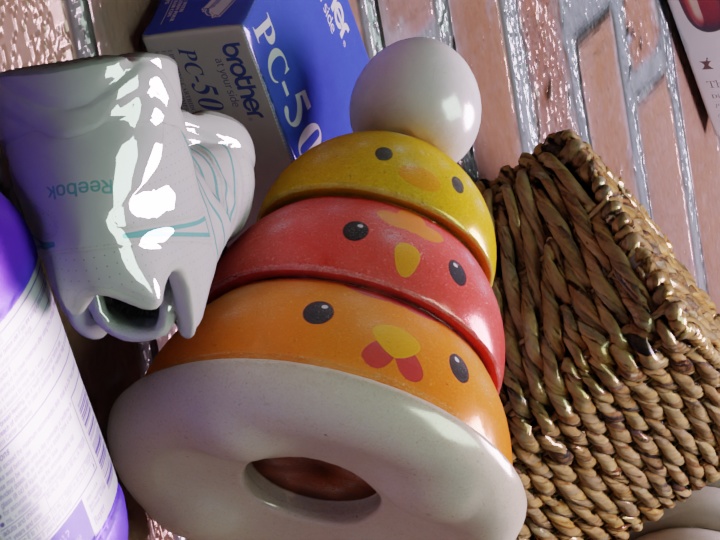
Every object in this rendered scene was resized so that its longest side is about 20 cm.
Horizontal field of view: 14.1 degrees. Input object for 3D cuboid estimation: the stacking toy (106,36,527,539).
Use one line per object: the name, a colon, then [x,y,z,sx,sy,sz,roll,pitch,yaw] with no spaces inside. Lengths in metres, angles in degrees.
stacking toy: [0.000,0.000,1.027,0.146,0.146,0.201,56,39,-51]

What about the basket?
basket: [0.085,0.038,1.344,0.143,0.149,0.200,60,11,27]

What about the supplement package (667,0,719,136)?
supplement package: [0.237,-0.188,1.671,0.200,0.113,0.110,62,32,-42]

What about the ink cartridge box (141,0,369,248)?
ink cartridge box: [-0.021,-0.039,1.120,0.094,0.044,0.200,-70,148,-46]

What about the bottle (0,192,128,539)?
bottle: [-0.126,0.017,0.835,0.084,0.065,0.201,-60,141,-51]

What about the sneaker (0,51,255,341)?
sneaker: [-0.074,-0.014,0.921,0.200,0.070,0.081,31,51,-81]

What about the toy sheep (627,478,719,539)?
toy sheep: [0.171,0.141,1.455,0.201,0.137,0.138,-79,154,-43]

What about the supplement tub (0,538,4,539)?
supplement tub: [-0.083,0.172,0.806,0.200,0.140,0.141,50,42,-44]
